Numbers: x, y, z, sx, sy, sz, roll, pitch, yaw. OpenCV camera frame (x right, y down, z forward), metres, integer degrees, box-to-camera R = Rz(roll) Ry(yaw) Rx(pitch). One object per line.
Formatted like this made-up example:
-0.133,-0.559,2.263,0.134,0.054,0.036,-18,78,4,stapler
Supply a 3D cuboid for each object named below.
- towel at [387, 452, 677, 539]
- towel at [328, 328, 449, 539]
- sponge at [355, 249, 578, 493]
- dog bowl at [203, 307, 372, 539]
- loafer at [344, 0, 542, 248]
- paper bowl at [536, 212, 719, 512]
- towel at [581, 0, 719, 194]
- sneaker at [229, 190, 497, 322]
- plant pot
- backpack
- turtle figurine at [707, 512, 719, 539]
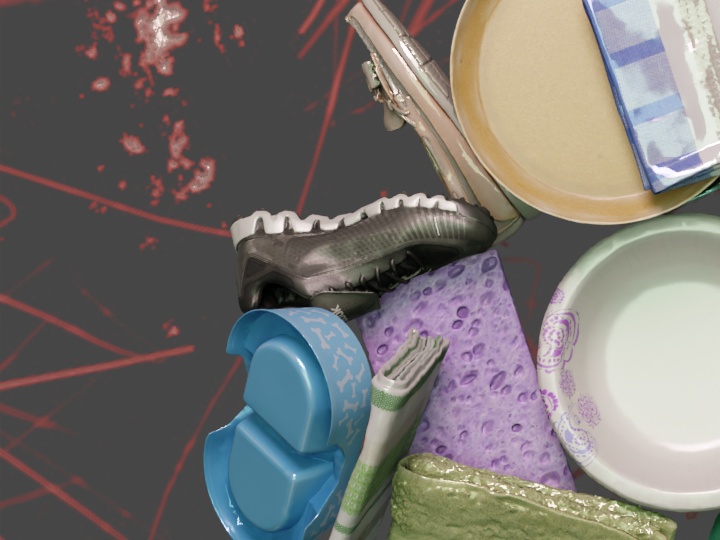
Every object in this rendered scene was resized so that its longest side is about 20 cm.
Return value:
0.111,0.205,1.628,0.200,0.037,0.149,13,121,3,towel
0.001,0.144,1.596,0.031,0.149,0.200,23,106,9,towel
0.075,0.095,1.673,0.111,0.030,0.200,-19,85,6,sponge
-0.047,0.110,1.627,0.111,0.050,0.200,41,133,33,dog bowl
0.047,-0.103,1.668,0.063,0.072,0.200,-39,87,11,loafer
0.223,0.063,1.619,0.200,0.104,0.201,0,88,6,paper bowl
0.254,-0.144,1.494,0.200,0.024,0.147,-18,89,4,towel
0.000,0.000,1.645,0.200,0.066,0.091,-5,61,20,sneaker
0.158,-0.129,1.524,0.200,0.027,0.200,0,91,4,plant pot
0.185,-0.133,1.608,0.176,0.153,0.200,-27,81,-1,backpack
0.341,0.200,1.597,0.200,0.150,0.101,14,62,-28,turtle figurine
